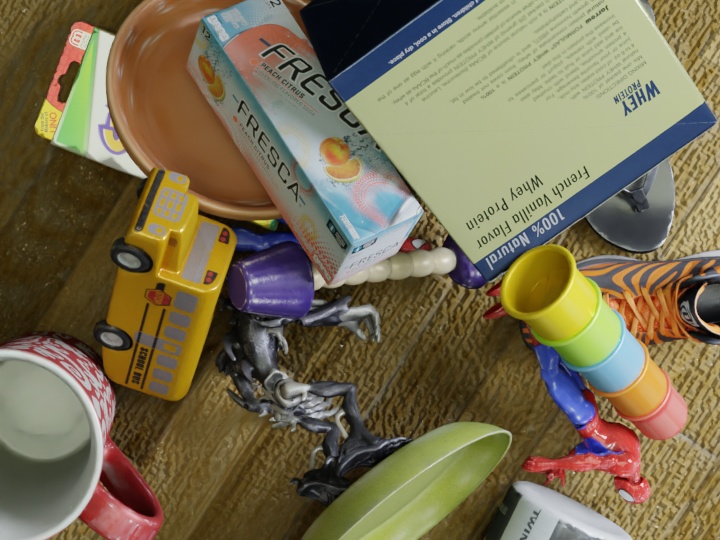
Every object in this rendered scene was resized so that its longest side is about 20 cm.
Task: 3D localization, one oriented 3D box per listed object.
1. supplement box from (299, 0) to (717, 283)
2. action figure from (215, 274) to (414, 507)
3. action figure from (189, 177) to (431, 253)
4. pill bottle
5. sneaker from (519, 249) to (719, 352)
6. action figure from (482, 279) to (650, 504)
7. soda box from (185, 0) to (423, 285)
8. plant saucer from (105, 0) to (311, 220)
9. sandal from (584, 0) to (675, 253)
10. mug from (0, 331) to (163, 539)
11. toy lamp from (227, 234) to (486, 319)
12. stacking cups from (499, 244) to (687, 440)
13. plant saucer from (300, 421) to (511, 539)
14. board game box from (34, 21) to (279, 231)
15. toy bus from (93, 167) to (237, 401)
[{"bbox_3d":[0.101,-0.142,1.263,0.200,0.134,0.200,-36,119,9],"label":"supplement box"},{"bbox_3d":[-0.041,0.078,1.352,0.200,0.102,0.119,57,136,29],"label":"action figure"},{"bbox_3d":[-0.040,-0.028,1.358,0.200,0.052,0.066,8,95,-21],"label":"action figure"},{"bbox_3d":[0.119,0.270,1.375,0.106,0.106,0.200,26,94,-4],"label":"pill bottle"},{"bbox_3d":[0.219,0.025,1.351,0.200,0.112,0.078,-14,95,1],"label":"sneaker"},{"bbox_3d":[0.139,0.108,1.358,0.099,0.065,0.200,-33,105,21],"label":"action figure"},{"bbox_3d":[-0.042,-0.094,1.266,0.064,0.068,0.200,-27,75,-27],"label":"soda box"},{"bbox_3d":[-0.089,-0.123,1.327,0.200,0.037,0.201,7,63,-15],"label":"plant saucer"},{"bbox_3d":[0.195,-0.110,1.373,0.076,0.043,0.201,-8,96,-1],"label":"sandal"},{"bbox_3d":[-0.231,0.129,1.305,0.133,0.200,0.178,-25,96,0],"label":"mug"},{"bbox_3d":[0.000,0.000,1.317,0.200,0.058,0.058,-9,96,-28],"label":"toy lamp"},{"bbox_3d":[0.178,0.059,1.297,0.061,0.061,0.200,-46,128,3],"label":"stacking cups"},{"bbox_3d":[0.024,0.171,1.329,0.200,0.200,0.031,-40,72,2],"label":"plant saucer"},{"bbox_3d":[-0.140,-0.110,1.373,0.200,0.030,0.096,21,95,-1],"label":"board game box"},{"bbox_3d":[-0.140,0.013,1.301,0.078,0.200,0.065,20,54,-2],"label":"toy bus"}]
